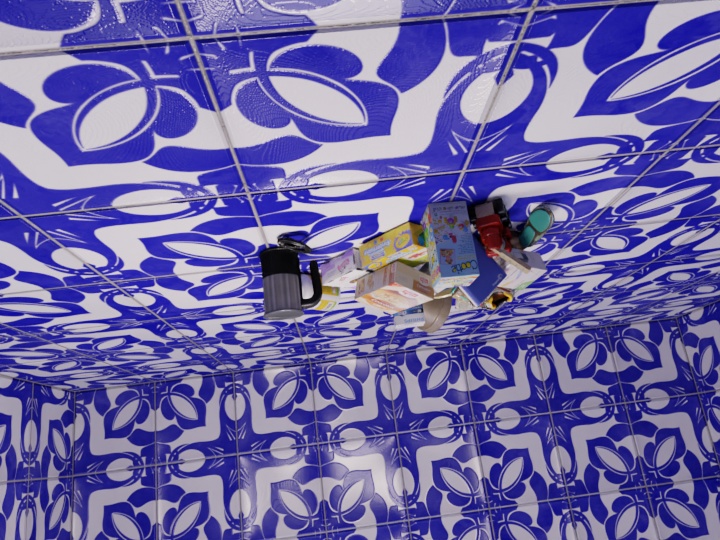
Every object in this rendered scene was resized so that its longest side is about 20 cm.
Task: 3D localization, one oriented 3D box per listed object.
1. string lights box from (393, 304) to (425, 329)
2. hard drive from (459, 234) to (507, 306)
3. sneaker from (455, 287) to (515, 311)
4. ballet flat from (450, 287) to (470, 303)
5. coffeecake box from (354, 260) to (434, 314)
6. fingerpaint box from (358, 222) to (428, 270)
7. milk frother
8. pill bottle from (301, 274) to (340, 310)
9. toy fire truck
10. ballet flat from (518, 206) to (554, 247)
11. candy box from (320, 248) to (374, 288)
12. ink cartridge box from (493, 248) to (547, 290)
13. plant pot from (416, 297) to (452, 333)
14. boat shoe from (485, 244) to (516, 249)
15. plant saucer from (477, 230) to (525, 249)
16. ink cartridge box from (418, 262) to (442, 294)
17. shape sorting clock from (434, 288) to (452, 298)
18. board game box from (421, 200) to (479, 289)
[{"bbox_3d":[0.155,0.091,1.938,0.102,0.202,0.059,-6,163,-4],"label":"string lights box"},{"bbox_3d":[0.306,-0.018,1.595,0.132,0.200,0.025,-43,-176,-18],"label":"hard drive"},{"bbox_3d":[0.390,0.086,1.785,0.199,0.083,0.078,-23,120,26],"label":"sneaker"},{"bbox_3d":[0.313,0.045,1.683,0.071,0.065,0.200,-52,179,31],"label":"ballet flat"},{"bbox_3d":[0.102,0.056,1.709,0.153,0.074,0.199,23,150,-30],"label":"coffeecake box"},{"bbox_3d":[0.124,-0.061,1.657,0.166,0.074,0.199,9,155,-45],"label":"fingerpaint box"},{"bbox_3d":[-0.206,0.022,1.589,0.179,0.190,0.200,-11,162,8],"label":"milk frother"},{"bbox_3d":[-0.171,0.072,1.889,0.111,0.112,0.199,-22,157,39],"label":"pill bottle"},{"bbox_3d":[0.377,-0.073,1.514,0.127,0.202,0.176,-13,162,20],"label":"toy fire truck"},{"bbox_3d":[0.514,-0.136,1.622,0.073,0.075,0.200,-4,160,-10],"label":"ballet flat"},{"bbox_3d":[0.000,0.000,1.802,0.199,0.072,0.167,8,157,-42],"label":"candy box"},{"bbox_3d":[0.439,-0.007,1.686,0.198,0.068,0.117,8,142,-30],"label":"ink cartridge box"},{"bbox_3d":[0.213,0.113,2.097,0.172,0.202,0.200,20,152,-24],"label":"plant pot"},{"bbox_3d":[0.384,-0.035,1.757,0.199,0.073,0.067,-27,148,31],"label":"boat shoe"},{"bbox_3d":[0.434,-0.081,1.793,0.198,0.035,0.200,-8,162,-2],"label":"plant saucer"},{"bbox_3d":[0.255,-0.006,1.758,0.147,0.083,0.200,-47,-178,-30],"label":"ink cartridge box"},{"bbox_3d":[0.289,0.030,1.883,0.198,0.201,0.039,-15,122,23],"label":"shape sorting clock"},{"bbox_3d":[0.231,-0.065,1.477,0.104,0.202,0.103,-5,162,-7],"label":"board game box"}]
